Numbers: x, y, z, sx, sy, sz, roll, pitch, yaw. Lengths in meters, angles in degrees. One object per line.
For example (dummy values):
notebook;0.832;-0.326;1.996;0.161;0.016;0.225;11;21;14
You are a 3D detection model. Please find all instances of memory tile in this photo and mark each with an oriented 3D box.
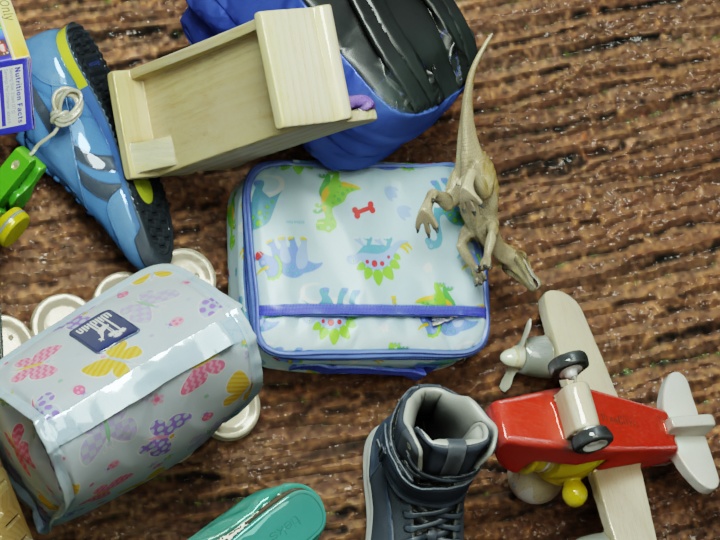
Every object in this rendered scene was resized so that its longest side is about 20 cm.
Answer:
memory tile;-0.183;0.082;1.517;0.198;0.017;0.155;-20;84;-18

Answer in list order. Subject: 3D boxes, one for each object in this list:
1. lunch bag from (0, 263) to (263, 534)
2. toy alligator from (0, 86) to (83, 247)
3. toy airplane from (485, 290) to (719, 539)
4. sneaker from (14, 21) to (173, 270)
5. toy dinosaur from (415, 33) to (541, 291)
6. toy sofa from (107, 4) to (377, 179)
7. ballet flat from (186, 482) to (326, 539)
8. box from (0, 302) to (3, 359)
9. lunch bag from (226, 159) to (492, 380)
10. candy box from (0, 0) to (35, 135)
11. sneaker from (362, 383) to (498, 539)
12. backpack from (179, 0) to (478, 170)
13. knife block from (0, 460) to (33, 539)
lunch bag;-0.168;0.084;1.405;0.169;0.200;0.128;-31;89;-20
toy alligator;-0.266;-0.050;1.493;0.059;0.054;0.200;39;85;9
toy airplane;0.176;0.134;1.548;0.199;0.141;0.200;47;35;-11
sneaker;-0.206;-0.083;1.527;0.078;0.066;0.202;-25;89;15
toy dinosaur;0.082;-0.064;1.502;0.101;0.058;0.202;-50;131;-54
toy sofa;-0.085;-0.126;1.449;0.097;0.199;0.084;-10;88;-41
ballet flat;-0.112;0.222;1.473;0.199;0.070;0.068;-31;94;-26
box;-0.354;0.021;1.430;0.198;0.038;0.138;-4;111;-9
lunch bag;0.000;0.000;1.543;0.198;0.082;0.162;2;78;-17
candy box;-0.349;-0.165;1.461;0.198;0.077;0.170;-12;50;-18
sneaker;0.052;0.183;1.466;0.076;0.146;0.204;-1;67;-19
backpack;-0.019;-0.177;1.523;0.200;0.168;0.162;47;48;1
knife block;-0.335;0.148;1.398;0.174;0.064;0.202;-15;103;20
